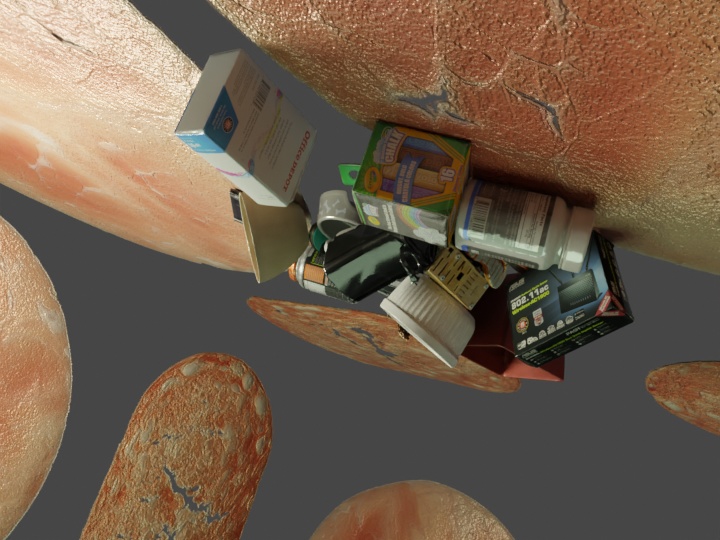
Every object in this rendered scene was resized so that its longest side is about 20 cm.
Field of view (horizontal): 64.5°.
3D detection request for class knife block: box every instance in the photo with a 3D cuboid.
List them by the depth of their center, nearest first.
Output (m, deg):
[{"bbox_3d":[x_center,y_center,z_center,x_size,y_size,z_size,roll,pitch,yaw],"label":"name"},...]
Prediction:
[{"bbox_3d":[0.160,-0.008,1.115,0.199,0.064,0.175,39,-179,-42],"label":"knife block"}]

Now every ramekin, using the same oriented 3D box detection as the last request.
[{"bbox_3d":[0.146,0.096,1.179,0.199,0.106,0.200,40,178,2],"label":"ramekin"}]

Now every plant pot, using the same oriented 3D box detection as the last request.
[{"bbox_3d":[0.332,0.119,1.262,0.196,0.181,0.198,28,161,-23],"label":"plant pot"},{"bbox_3d":[-0.190,-0.087,1.297,0.130,0.206,0.200,-12,170,-14],"label":"plant pot"}]

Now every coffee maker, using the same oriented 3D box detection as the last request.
[{"bbox_3d":[0.029,-0.032,1.042,0.197,0.192,0.136,-29,101,35],"label":"coffee maker"}]

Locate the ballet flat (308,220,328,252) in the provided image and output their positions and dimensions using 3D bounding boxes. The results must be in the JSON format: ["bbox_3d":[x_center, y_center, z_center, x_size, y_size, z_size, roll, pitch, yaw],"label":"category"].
[{"bbox_3d":[-0.084,-0.075,1.366,0.068,0.068,0.200,44,179,31],"label":"ballet flat"}]

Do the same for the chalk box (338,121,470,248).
[{"bbox_3d":[0.063,-0.138,0.894,0.195,0.127,0.125,18,165,14],"label":"chalk box"}]

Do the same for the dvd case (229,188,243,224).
[{"bbox_3d":[-0.260,-0.141,1.463,0.145,0.016,0.200,21,163,-3],"label":"dvd case"}]

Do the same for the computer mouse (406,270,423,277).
[{"bbox_3d":[0.055,-0.023,1.218,0.195,0.035,0.059,17,-165,-28],"label":"computer mouse"}]

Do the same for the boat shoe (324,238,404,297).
[{"bbox_3d":[0.000,0.000,1.246,0.196,0.073,0.068,24,120,-21],"label":"boat shoe"}]

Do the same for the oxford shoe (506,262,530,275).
[{"bbox_3d":[0.318,-0.020,1.073,0.199,0.072,0.072,40,175,-37],"label":"oxford shoe"}]

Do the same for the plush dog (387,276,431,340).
[{"bbox_3d":[0.162,0.067,1.330,0.167,0.165,0.200,-15,147,25],"label":"plush dog"}]

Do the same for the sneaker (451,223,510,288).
[{"bbox_3d":[0.233,-0.035,1.110,0.076,0.079,0.200,24,167,44],"label":"sneaker"}]

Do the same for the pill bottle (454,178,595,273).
[{"bbox_3d":[0.254,-0.068,0.891,0.194,0.117,0.114,16,163,18],"label":"pill bottle"}]

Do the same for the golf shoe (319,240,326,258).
[{"bbox_3d":[-0.028,-0.012,1.352,0.196,0.080,0.094,16,139,-39],"label":"golf shoe"}]

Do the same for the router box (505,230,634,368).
[{"bbox_3d":[0.342,0.051,0.959,0.061,0.153,0.199,26,136,-27],"label":"router box"}]

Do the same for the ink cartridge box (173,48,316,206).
[{"bbox_3d":[-0.171,-0.215,0.896,0.083,0.148,0.199,7,158,38],"label":"ink cartridge box"}]

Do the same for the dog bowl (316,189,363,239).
[{"bbox_3d":[-0.006,-0.094,1.225,0.195,0.060,0.201,19,162,6],"label":"dog bowl"}]

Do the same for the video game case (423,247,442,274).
[{"bbox_3d":[0.185,-0.022,1.281,0.197,0.023,0.181,30,161,-24],"label":"video game case"}]

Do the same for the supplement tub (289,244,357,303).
[{"bbox_3d":[-0.083,0.003,1.505,0.194,0.126,0.123,17,163,16],"label":"supplement tub"}]
